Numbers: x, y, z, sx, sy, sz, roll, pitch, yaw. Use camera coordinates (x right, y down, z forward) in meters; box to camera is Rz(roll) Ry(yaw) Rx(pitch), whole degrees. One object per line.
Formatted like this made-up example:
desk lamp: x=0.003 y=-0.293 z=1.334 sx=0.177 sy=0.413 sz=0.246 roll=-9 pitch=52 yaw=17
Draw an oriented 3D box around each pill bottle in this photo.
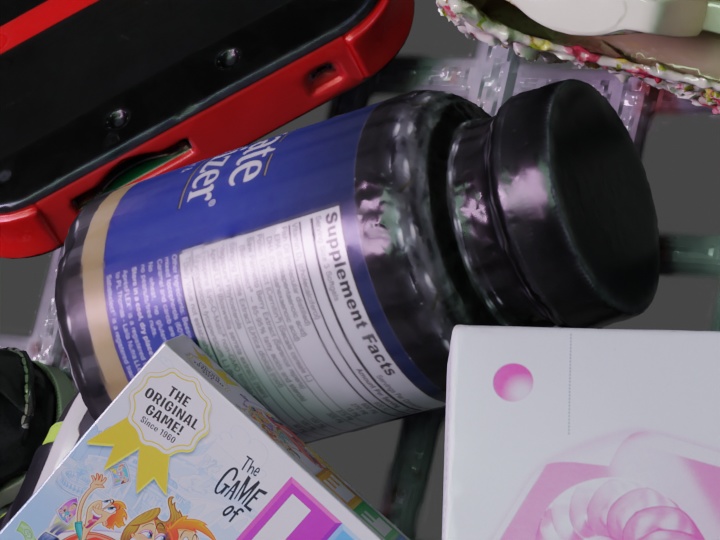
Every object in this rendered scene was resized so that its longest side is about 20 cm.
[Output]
pill bottle: x=0.000 y=0.000 z=0.964 sx=0.200 sy=0.112 sz=0.112 roll=-17 pitch=64 yaw=27

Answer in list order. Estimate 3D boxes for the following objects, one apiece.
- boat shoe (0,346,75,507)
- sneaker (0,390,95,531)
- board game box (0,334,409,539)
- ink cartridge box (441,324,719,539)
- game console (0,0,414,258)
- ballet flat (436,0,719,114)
boat shoe: x=-0.209 y=0.093 z=1.097 sx=0.200 sy=0.068 sz=0.072 roll=-37 pitch=58 yaw=19
sneaker: x=-0.134 y=0.116 z=1.034 sx=0.083 sy=0.072 sz=0.200 roll=21 pitch=84 yaw=38
board game box: x=-0.033 y=0.138 z=0.920 sx=0.200 sy=0.034 sz=0.134 roll=42 pitch=99 yaw=5
ink cartridge box: x=0.122 y=0.117 z=0.831 sx=0.196 sy=0.043 sz=0.200 roll=1 pitch=69 yaw=3
game console: x=-0.091 y=-0.106 z=1.081 sx=0.200 sy=0.031 sz=0.177 roll=-28 pitch=49 yaw=0
ballet flat: x=0.116 y=-0.085 z=0.909 sx=0.200 sy=0.064 sz=0.076 roll=8 pitch=102 yaw=12
